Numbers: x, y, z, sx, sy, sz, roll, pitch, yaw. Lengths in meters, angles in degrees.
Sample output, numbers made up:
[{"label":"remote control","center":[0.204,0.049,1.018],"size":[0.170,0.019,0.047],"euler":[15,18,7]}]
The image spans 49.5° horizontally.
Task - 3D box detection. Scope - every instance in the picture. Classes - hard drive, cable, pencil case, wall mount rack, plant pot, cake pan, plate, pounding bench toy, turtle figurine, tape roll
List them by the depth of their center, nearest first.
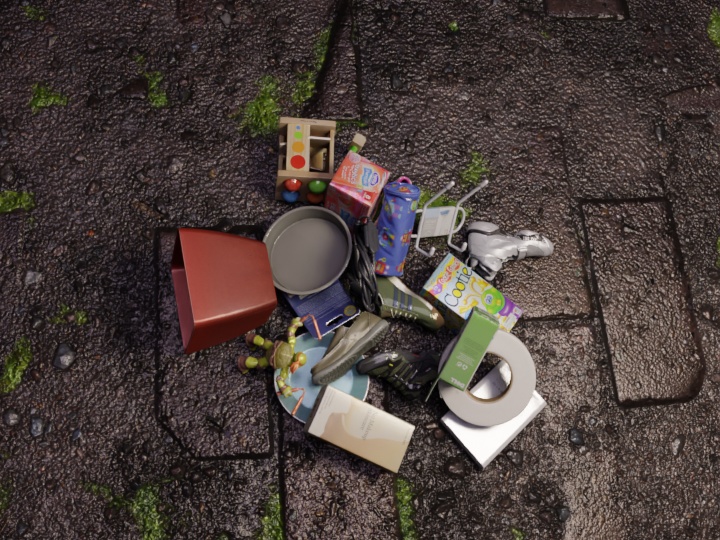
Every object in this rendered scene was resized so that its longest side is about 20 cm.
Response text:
[{"label":"turtle figurine","center":[-0.168,0.181,1.561],"size":[0.160,0.064,0.202],"euler":[2,77,29]},{"label":"plant pot","center":[-0.274,0.035,1.573],"size":[0.174,0.200,0.202],"euler":[-7,72,-21]},{"label":"tape roll","center":[0.256,0.215,1.593],"size":[0.200,0.037,0.206],"euler":[1,95,8]},{"label":"cable","center":[0.000,0.000,1.598],"size":[0.050,0.164,0.202],"euler":[3,57,-15]},{"label":"plate","center":[-0.081,0.224,1.617],"size":[0.198,0.026,0.203],"euler":[3,71,-9]},{"label":"pencil case","center":[0.067,-0.086,1.627],"size":[0.086,0.202,0.078],"euler":[28,28,32]},{"label":"cake pan","center":[-0.112,-0.038,1.640],"size":[0.198,0.037,0.203],"euler":[-5,66,10]},{"label":"hard drive","center":[0.281,0.299,1.648],"size":[0.200,0.025,0.132],"euler":[-39,80,-19]},{"label":"wall mount rack","center":[0.192,-0.122,1.692],"size":[0.199,0.176,0.074],"euler":[-9,29,-44]},{"label":"pounding bench toy","center":[-0.086,-0.231,1.723],"size":[0.197,0.124,0.158],"euler":[2,70,-8]}]

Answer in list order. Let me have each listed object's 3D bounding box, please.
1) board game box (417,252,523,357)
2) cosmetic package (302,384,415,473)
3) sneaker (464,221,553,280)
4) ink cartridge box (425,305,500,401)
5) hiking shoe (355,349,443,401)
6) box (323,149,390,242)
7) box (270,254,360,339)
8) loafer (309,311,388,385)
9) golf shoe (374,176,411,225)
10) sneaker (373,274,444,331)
[{"label":"board game box","center":[0.230,0.076,1.676],"size":[0.199,0.105,0.103],"euler":[38,70,6]},{"label":"cosmetic package","center":[-0.004,0.314,1.552],"size":[0.198,0.071,0.106],"euler":[25,76,-8]},{"label":"sneaker","center":[0.328,-0.033,1.749],"size":[0.198,0.075,0.116],"euler":[13,70,1]},{"label":"ink cartridge box","center":[0.201,0.173,1.527],"size":[0.059,0.104,0.202],"euler":[28,97,6]},{"label":"hiking shoe","center":[0.087,0.217,1.612],"size":[0.198,0.076,0.102],"euler":[0,74,-18]},{"label":"box","center":[-0.014,-0.152,1.666],"size":[0.102,0.200,0.095],"euler":[29,68,2]},{"label":"box","center":[-0.101,0.046,1.660],"size":[0.120,0.032,0.201],"euler":[-29,68,-17]},{"label":"loafer","center":[-0.032,0.157,1.605],"size":[0.199,0.075,0.070],"euler":[-38,67,-22]},{"label":"golf shoe","center":[0.072,-0.117,1.727],"size":[0.074,0.092,0.202],"euler":[13,71,-6]},{"label":"sneaker","center":[0.078,0.078,1.672],"size":[0.200,0.067,0.090],"euler":[41,67,14]}]
